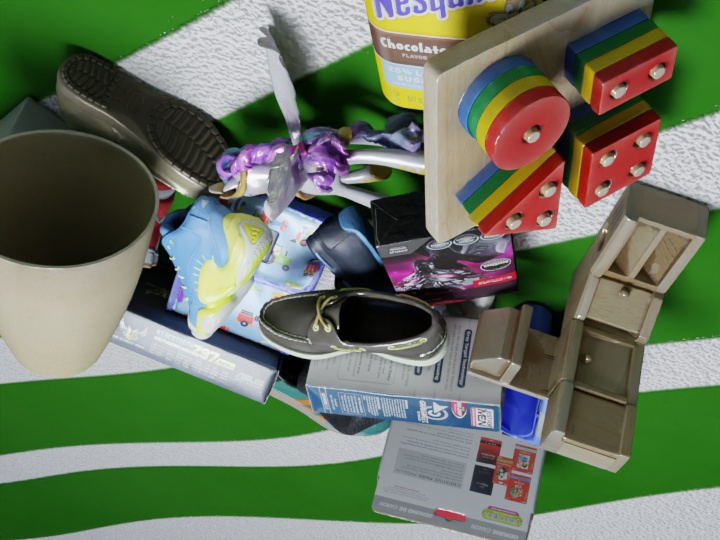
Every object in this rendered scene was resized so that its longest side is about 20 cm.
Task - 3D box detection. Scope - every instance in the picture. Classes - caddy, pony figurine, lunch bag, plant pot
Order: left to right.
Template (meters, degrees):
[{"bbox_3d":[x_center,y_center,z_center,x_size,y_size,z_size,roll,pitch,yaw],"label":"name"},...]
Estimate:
[{"bbox_3d":[-0.292,0.004,1.142,0.185,0.189,0.202,16,132,3],"label":"plant pot"},{"bbox_3d":[-0.111,-0.025,1.290,0.149,0.095,0.201,20,134,-5],"label":"lunch bag"},{"bbox_3d":[-0.041,-0.105,1.084,0.197,0.169,0.194,3,155,-5],"label":"pony figurine"},{"bbox_3d":[0.210,0.130,1.321,0.139,0.106,0.201,12,147,10],"label":"caddy"}]

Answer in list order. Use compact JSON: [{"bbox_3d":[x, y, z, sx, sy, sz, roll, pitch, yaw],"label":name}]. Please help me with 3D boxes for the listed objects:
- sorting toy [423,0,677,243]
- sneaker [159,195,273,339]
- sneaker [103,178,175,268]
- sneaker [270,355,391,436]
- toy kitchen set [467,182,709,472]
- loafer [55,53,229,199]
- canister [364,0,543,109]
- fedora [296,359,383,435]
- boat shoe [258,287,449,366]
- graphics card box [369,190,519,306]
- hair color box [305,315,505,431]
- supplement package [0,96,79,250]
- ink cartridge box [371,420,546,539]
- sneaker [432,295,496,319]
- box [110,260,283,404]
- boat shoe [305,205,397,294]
[{"bbox_3d":[0.150,-0.110,0.925,0.070,0.197,0.201,54,163,31],"label":"sorting toy"},{"bbox_3d":[-0.158,-0.011,1.213,0.105,0.076,0.200,38,139,1],"label":"sneaker"},{"bbox_3d":[-0.242,-0.067,1.301,0.070,0.114,0.200,14,180,-14],"label":"sneaker"},{"bbox_3d":[-0.044,0.149,1.504,0.198,0.072,0.080,23,151,-6],"label":"sneaker"},{"bbox_3d":[0.205,0.044,1.111,0.161,0.202,0.181,17,148,-1],"label":"toy kitchen set"},{"bbox_3d":[-0.213,-0.136,1.175,0.199,0.076,0.068,36,146,-10],"label":"loafer"},{"bbox_3d":[0.070,-0.215,0.906,0.146,0.087,0.201,7,147,16],"label":"canister"},{"bbox_3d":[-0.010,0.133,1.382,0.200,0.092,0.201,39,161,16],"label":"fedora"},{"bbox_3d":[-0.012,0.048,1.180,0.198,0.073,0.061,4,155,14],"label":"boat shoe"},{"bbox_3d":[0.085,-0.020,1.136,0.123,0.052,0.200,-9,159,6],"label":"graphics card box"},{"bbox_3d":[0.051,0.099,1.216,0.197,0.101,0.061,5,146,11],"label":"hair color box"},{"bbox_3d":[-0.379,-0.075,1.293,0.119,0.123,0.199,36,143,-27],"label":"supplement package"},{"bbox_3d":[0.124,0.258,1.488,0.197,0.177,0.084,12,147,9],"label":"ink cartridge box"},{"bbox_3d":[0.117,0.057,1.317,0.081,0.078,0.200,-2,154,-21],"label":"sneaker"},{"bbox_3d":[-0.184,0.065,1.376,0.198,0.158,0.052,22,111,-7],"label":"box"},{"bbox_3d":[0.000,0.000,1.251,0.068,0.085,0.201,-23,136,9],"label":"boat shoe"}]
